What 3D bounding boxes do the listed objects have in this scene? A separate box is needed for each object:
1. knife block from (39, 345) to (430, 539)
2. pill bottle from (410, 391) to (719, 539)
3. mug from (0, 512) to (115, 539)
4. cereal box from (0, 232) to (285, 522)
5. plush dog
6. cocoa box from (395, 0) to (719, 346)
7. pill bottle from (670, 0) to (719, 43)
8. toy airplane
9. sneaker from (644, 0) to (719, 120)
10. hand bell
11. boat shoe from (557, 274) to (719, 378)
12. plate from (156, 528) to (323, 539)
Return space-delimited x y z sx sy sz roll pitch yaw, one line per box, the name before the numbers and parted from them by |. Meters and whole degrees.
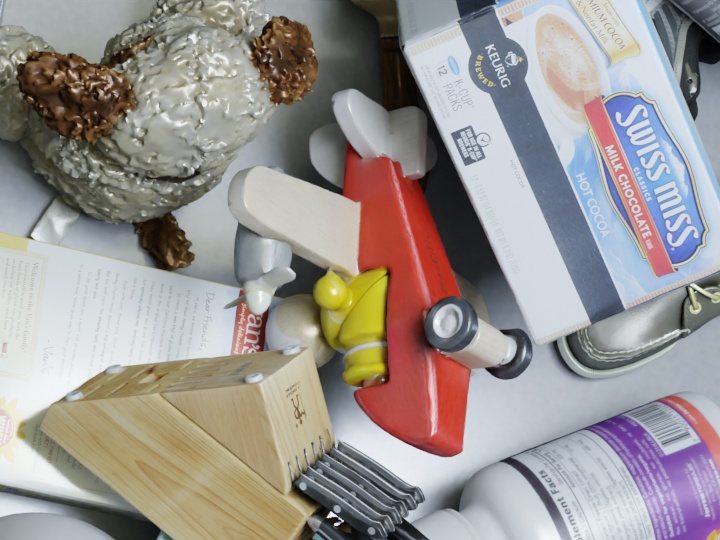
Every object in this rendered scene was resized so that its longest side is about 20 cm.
knife block | -0.061 0.135 1.486 0.064 0.200 0.176 -34 114 -60
pill bottle | 0.127 0.153 1.597 0.200 0.111 0.112 -20 86 -19
mug | -0.176 0.223 1.451 0.149 0.153 0.187 -13 86 -3
cereal box | -0.151 0.065 1.566 0.200 0.040 0.144 14 76 -15
plush dog | -0.115 -0.088 1.536 0.200 0.172 0.161 -16 85 -20
cocoa box | 0.118 -0.086 1.546 0.131 0.133 0.200 -22 110 7
pill bottle | 0.244 -0.187 1.644 0.200 0.111 0.111 38 71 -13
toy airplane | 0.000 0.000 1.554 0.141 0.199 0.200 -32 103 22
sneaker | 0.163 -0.108 1.677 0.087 0.074 0.200 40 66 0
hand bell | 0.024 -0.130 1.647 0.104 0.104 0.200 -4 94 -18
boat shoe | 0.208 -0.003 1.678 0.202 0.060 0.072 -33 90 -20
plate | -0.046 0.214 1.518 0.200 0.026 0.201 29 51 -43
